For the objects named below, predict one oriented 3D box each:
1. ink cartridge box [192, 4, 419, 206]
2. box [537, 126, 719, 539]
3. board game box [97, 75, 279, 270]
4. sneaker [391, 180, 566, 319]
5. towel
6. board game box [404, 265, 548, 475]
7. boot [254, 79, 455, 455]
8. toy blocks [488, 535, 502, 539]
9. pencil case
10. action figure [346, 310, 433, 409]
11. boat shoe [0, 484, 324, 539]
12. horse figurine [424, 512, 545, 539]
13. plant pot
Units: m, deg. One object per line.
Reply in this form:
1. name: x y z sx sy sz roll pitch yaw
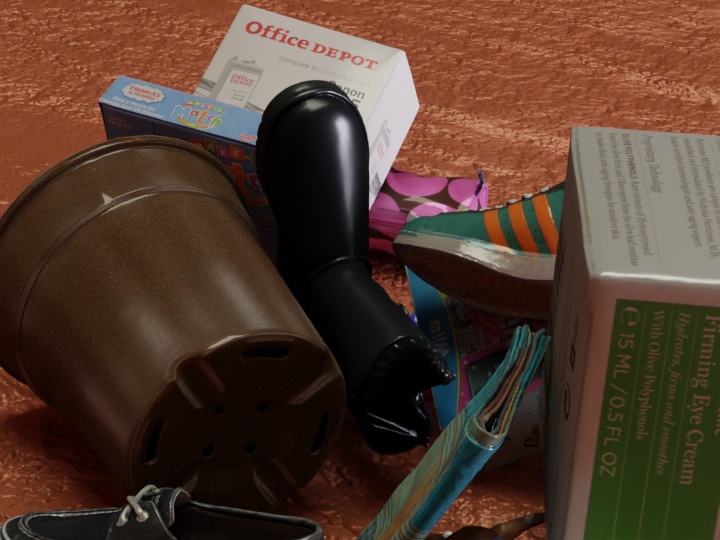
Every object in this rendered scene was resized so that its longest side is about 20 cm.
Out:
1. ink cartridge box: -0.063 -0.085 1.771 0.146 0.083 0.201 18 66 19
2. box: 0.196 0.050 1.344 0.170 0.200 0.200 4 28 -1
3. board game box: -0.097 -0.033 1.649 0.150 0.201 0.037 16 49 22
4. sneaker: 0.117 -0.018 1.520 0.199 0.071 0.080 10 61 32
5. towel: 0.033 0.130 1.349 0.022 0.200 0.147 36 27 -1
6. board game box: 0.140 0.027 1.562 0.199 0.064 0.148 -25 47 15
7. boot: 0.000 0.000 1.500 0.076 0.201 0.168 -16 40 -18
8. toy blocks: 0.048 0.213 1.258 0.199 0.100 0.137 -36 40 -16
9. pencil case: 0.002 -0.049 1.836 0.198 0.091 0.094 10 23 15
10. action figure: 0.026 0.065 1.642 0.065 0.052 0.199 18 27 34
11. boat shoe: -0.118 0.159 1.391 0.198 0.068 0.072 9 25 8
12. horse figurine: 0.077 0.196 1.366 0.131 0.050 0.200 -6 31 4
13. plant pot: -0.119 0.049 1.498 0.199 0.202 0.198 -9 36 -28
